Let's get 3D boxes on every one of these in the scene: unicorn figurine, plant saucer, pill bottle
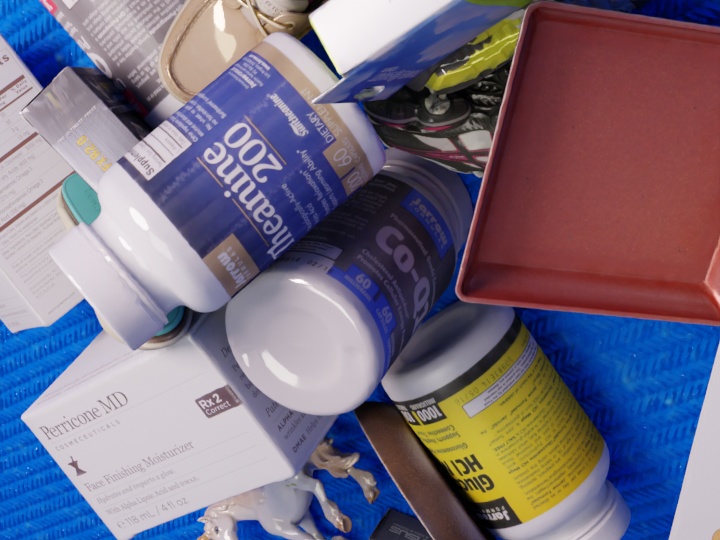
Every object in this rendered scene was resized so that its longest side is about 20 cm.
[{"bbox_3d":[-0.063,0.202,1.298,0.137,0.074,0.201,32,116,18],"label":"unicorn figurine"},{"bbox_3d":[0.170,-0.067,0.950,0.199,0.037,0.200,5,116,-15],"label":"plant saucer"},{"bbox_3d":[0.113,0.125,1.121,0.112,0.112,0.200,-27,105,37],"label":"pill bottle"},{"bbox_3d":[-0.091,-0.046,0.936,0.111,0.200,0.111,48,174,7],"label":"pill bottle"},{"bbox_3d":[0.000,0.000,1.043,0.113,0.200,0.114,14,127,20],"label":"pill bottle"},{"bbox_3d":[0.062,0.176,1.156,0.032,0.200,0.200,-36,102,0],"label":"plant saucer"},{"bbox_3d":[-0.134,-0.168,1.062,0.111,0.111,0.200,-34,101,38],"label":"pill bottle"}]

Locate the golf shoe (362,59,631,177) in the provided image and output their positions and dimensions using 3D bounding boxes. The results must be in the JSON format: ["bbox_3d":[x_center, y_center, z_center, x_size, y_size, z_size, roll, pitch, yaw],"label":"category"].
[{"bbox_3d":[0.100,-0.101,1.021,0.199,0.077,0.088,15,157,9],"label":"golf shoe"}]

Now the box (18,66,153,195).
[{"bbox_3d":[-0.156,-0.074,1.084,0.048,0.200,0.158,-44,97,4],"label":"box"}]

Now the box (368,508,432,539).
[{"bbox_3d":[0.093,0.308,1.290,0.199,0.051,0.158,21,126,15],"label":"box"}]

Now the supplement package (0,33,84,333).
[{"bbox_3d":[-0.277,-0.064,1.176,0.200,0.117,0.117,54,157,-11],"label":"supplement package"}]

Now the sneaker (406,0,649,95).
[{"bbox_3d":[0.103,-0.189,0.949,0.199,0.085,0.074,-22,150,16],"label":"sneaker"}]

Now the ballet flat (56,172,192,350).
[{"bbox_3d":[-0.166,0.005,1.069,0.069,0.200,0.070,-14,133,-16],"label":"ballet flat"}]

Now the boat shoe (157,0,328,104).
[{"bbox_3d":[-0.055,-0.184,0.976,0.200,0.069,0.074,-45,101,4],"label":"boat shoe"}]

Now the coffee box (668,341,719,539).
[{"bbox_3d":[0.323,0.084,0.929,0.199,0.200,0.198,18,127,17],"label":"coffee box"}]

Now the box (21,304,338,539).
[{"bbox_3d":[-0.112,0.077,1.151,0.199,0.200,0.131,-26,106,36],"label":"box"}]

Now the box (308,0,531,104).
[{"bbox_3d":[0.062,-0.166,0.852,0.200,0.122,0.048,-31,85,23],"label":"box"}]
